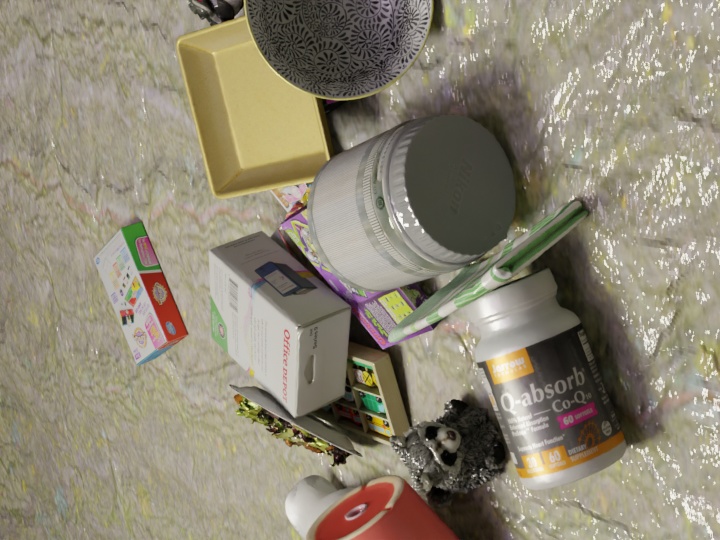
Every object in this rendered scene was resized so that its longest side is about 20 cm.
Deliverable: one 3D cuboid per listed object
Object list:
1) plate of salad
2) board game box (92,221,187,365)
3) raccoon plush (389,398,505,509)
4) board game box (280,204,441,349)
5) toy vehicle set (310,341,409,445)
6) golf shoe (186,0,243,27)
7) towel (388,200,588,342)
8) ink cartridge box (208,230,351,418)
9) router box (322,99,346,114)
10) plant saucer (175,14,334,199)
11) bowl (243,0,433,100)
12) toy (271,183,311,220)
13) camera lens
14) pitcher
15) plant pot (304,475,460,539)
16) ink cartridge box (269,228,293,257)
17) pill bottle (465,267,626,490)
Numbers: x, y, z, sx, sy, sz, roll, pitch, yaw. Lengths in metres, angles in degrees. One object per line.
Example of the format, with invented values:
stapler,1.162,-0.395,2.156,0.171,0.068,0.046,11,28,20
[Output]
plate of salad,-0.088,0.204,1.631,0.199,0.199,0.048,23,82,48
board game box,-0.366,0.041,2.066,0.153,0.040,0.202,-31,80,56
raccoon plush,0.085,0.243,1.446,0.097,0.133,0.202,41,136,34
board game box,0.000,0.000,1.479,0.201,0.032,0.120,51,144,-10
toy vehicle set,-0.018,0.149,1.625,0.199,0.026,0.126,12,125,52
golf shoe,-0.189,-0.374,1.599,0.088,0.077,0.200,-47,42,9
towel,0.125,0.002,1.261,0.024,0.152,0.200,54,144,-2
ink cartridge box,-0.104,0.067,1.578,0.200,0.087,0.147,39,138,41
router box,-0.099,-0.246,1.538,0.199,0.051,0.151,-21,90,56
plant saucer,-0.114,-0.197,1.471,0.198,0.048,0.203,-7,100,39
bowl,-0.026,-0.282,1.337,0.094,0.198,0.203,-138,33,-82
toy,-0.066,-0.073,1.542,0.201,0.047,0.115,54,145,1
camera lens,0.048,-0.069,1.323,0.199,0.159,0.162,-18,92,56
pitcher,-0.005,0.366,1.671,0.173,0.121,0.199,56,160,-16
plant pot,0.036,0.356,1.483,0.200,0.200,0.179,-18,107,56
ink cartridge box,-0.109,0.026,1.691,0.110,0.050,0.200,62,144,12
pill bottle,0.183,0.108,1.262,0.116,0.115,0.202,-24,87,56
